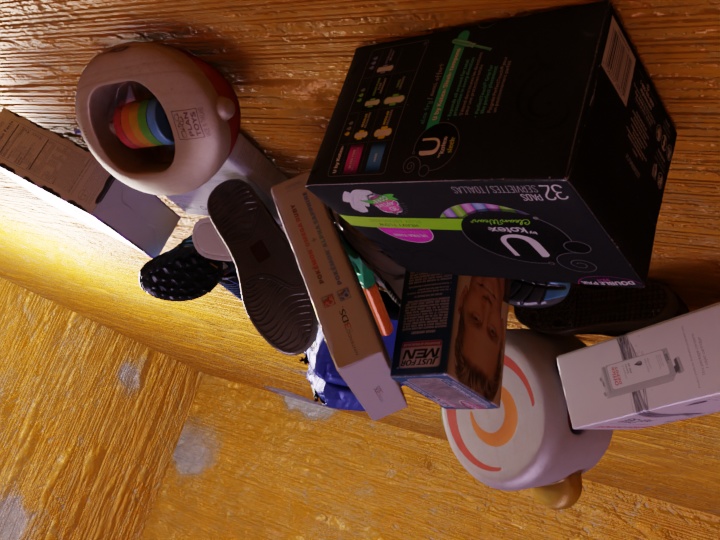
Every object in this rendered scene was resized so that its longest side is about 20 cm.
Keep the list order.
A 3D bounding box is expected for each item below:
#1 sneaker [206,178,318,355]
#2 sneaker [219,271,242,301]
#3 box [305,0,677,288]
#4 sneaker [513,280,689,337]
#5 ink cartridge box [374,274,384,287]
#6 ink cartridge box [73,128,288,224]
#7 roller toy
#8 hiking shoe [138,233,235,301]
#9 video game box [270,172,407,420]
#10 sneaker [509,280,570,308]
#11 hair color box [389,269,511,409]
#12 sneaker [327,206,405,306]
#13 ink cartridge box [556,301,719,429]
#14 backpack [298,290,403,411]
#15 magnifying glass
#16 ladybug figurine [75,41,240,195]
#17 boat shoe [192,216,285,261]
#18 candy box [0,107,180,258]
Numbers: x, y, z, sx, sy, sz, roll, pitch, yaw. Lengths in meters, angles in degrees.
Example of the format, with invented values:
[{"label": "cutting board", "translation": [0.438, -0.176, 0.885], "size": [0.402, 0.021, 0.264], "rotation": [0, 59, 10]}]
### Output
[{"label": "sneaker", "translation": [-0.088, 0.002, 0.804], "size": [0.074, 0.201, 0.106], "rotation": [-27, 162, 4]}, {"label": "sneaker", "translation": [-0.193, 0.008, 1.227], "size": [0.199, 0.071, 0.078], "rotation": [27, 169, -23]}, {"label": "box", "translation": [0.092, -0.077, 0.526], "size": [0.199, 0.125, 0.148], "rotation": [3, 157, 41]}, {"label": "sneaker", "translation": [0.268, 0.052, 0.846], "size": [0.075, 0.071, 0.199], "rotation": [30, 161, -37]}, {"label": "ink cartridge box", "translation": [0.076, 0.030, 0.993], "size": [0.196, 0.043, 0.200], "rotation": [35, -175, -43]}, {"label": "ink cartridge box", "translation": [-0.186, -0.120, 0.853], "size": [0.198, 0.041, 0.200], "rotation": [9, 161, 33]}, {"label": "roller toy", "translation": [0.203, 0.163, 0.896], "size": [0.139, 0.183, 0.200], "rotation": [3, -152, -38]}, {"label": "hiking shoe", "translation": [-0.228, -0.011, 1.035], "size": [0.086, 0.075, 0.199], "rotation": [8, -158, 39]}, {"label": "video game box", "translation": [-0.015, 0.033, 0.711], "size": [0.047, 0.183, 0.200], "rotation": [-20, 156, 1]}, {"label": "sneaker", "translation": [0.153, 0.001, 0.828], "size": [0.082, 0.074, 0.199], "rotation": [27, 173, -41]}, {"label": "hair color box", "translation": [0.089, 0.015, 0.682], "size": [0.060, 0.201, 0.100], "rotation": [-8, 152, 37]}, {"label": "sneaker", "translation": [0.043, -0.018, 0.749], "size": [0.200, 0.075, 0.115], "rotation": [44, 175, 3]}, {"label": "ink cartridge box", "translation": [0.327, 0.104, 0.765], "size": [0.146, 0.083, 0.200], "rotation": [10, 153, -40]}, {"label": "backpack", "translation": [-0.019, 0.103, 1.104], "size": [0.161, 0.169, 0.200], "rotation": [15, -170, -18]}, {"label": "magnifying glass", "translation": [0.000, 0.000, 0.903], "size": [0.080, 0.022, 0.201], "rotation": [36, 156, 51]}, {"label": "ladybug figurine", "translation": [-0.176, -0.138, 0.673], "size": [0.199, 0.072, 0.137], "rotation": [7, 121, 38]}, {"label": "boat shoe", "translation": [-0.116, -0.030, 0.952], "size": [0.199, 0.072, 0.059], "rotation": [13, -164, 22]}, {"label": "candy box", "translation": [-0.357, -0.107, 0.963], "size": [0.199, 0.072, 0.168], "rotation": [26, 169, 18]}]
